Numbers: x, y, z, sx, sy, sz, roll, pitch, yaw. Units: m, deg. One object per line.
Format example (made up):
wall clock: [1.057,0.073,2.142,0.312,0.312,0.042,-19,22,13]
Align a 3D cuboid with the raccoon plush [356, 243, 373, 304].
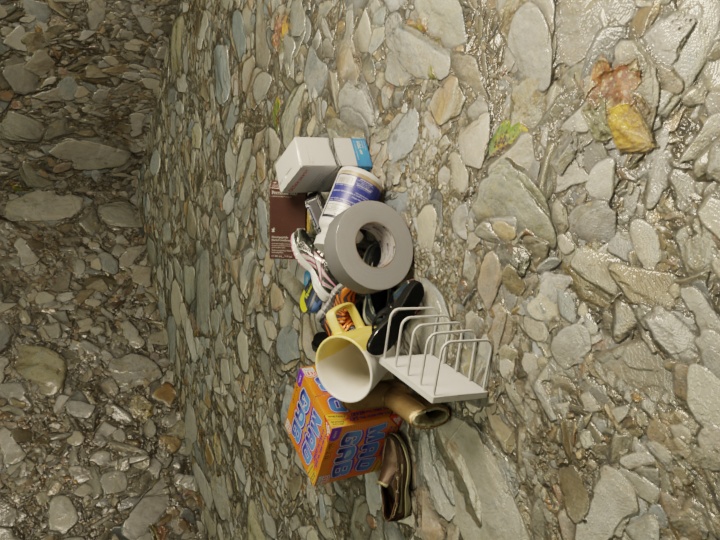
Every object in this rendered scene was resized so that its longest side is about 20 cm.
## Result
raccoon plush: [0.000,0.000,1.754,0.200,0.095,0.136,-88,-12,-74]

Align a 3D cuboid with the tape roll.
tape roll: [0.019,-0.051,1.559,0.066,0.198,0.203,-21,75,60]

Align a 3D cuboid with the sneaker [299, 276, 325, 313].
sneaker: [-0.090,0.031,1.897,0.201,0.082,0.074,-60,31,15]

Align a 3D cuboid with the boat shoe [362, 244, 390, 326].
boat shoe: [0.040,0.029,1.630,0.062,0.074,0.202,142,138,-62]

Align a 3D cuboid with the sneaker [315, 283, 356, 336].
sneaker: [-0.027,0.101,1.654,0.112,0.077,0.201,54,140,18]

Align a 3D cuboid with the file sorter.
file sorter: [0.153,0.165,1.410,0.200,0.137,0.126,30,115,56]

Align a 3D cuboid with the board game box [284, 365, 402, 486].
board game box: [-0.046,0.367,1.715,0.200,0.198,0.202,54,137,44]

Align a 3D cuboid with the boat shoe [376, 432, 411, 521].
boat shoe: [0.075,0.487,1.631,0.074,0.074,0.205,-9,86,49]

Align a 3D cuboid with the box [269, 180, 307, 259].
box: [-0.191,-0.133,1.855,0.075,0.099,0.202,-94,6,-68]

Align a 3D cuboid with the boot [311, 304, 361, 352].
boot: [-0.062,0.140,1.838,0.210,0.079,0.160,3,102,50]

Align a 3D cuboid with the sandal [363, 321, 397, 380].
sandal: [0.016,0.202,1.698,0.201,0.054,0.080,56,144,11]

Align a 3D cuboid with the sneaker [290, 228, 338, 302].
sneaker: [-0.100,-0.024,1.795,0.086,0.080,0.201,-33,86,22]

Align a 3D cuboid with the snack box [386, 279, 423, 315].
snack box: [0.082,0.098,1.638,0.200,0.024,0.073,-49,51,51]

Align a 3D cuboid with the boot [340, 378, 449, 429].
boot: [0.071,0.295,1.532,0.200,0.173,0.067,21,118,62]

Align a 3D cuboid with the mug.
mug: [0.004,0.177,1.547,0.148,0.153,0.189,15,111,30]

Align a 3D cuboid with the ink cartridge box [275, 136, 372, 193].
ink cartridge box: [-0.093,-0.260,1.736,0.146,0.198,0.087,-37,61,55]

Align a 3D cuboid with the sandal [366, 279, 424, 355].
sandal: [0.068,0.103,1.504,0.048,0.201,0.076,16,145,38]

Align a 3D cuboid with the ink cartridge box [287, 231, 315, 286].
ink cartridge box: [-0.154,-0.035,1.999,0.200,0.066,0.117,35,123,54]

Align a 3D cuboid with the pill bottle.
pill bottle: [-0.032,-0.134,1.653,0.115,0.115,0.202,1,66,60]

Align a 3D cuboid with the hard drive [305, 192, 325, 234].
hard drive: [-0.096,-0.129,1.788,0.200,0.037,0.141,-90,-22,-78]
